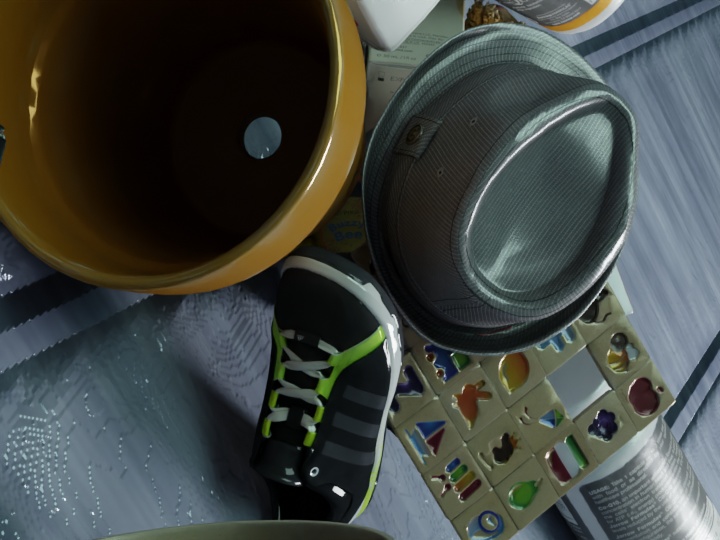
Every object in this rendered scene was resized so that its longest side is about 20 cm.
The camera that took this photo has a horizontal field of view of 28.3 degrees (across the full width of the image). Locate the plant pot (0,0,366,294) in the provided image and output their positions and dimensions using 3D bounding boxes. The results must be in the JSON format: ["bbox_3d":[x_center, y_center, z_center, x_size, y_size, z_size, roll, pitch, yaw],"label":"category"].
[{"bbox_3d":[-0.080,-0.083,0.767,0.183,0.198,0.202,19,55,-74],"label":"plant pot"}]

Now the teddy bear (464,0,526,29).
[{"bbox_3d":[0.106,-0.106,1.088,0.145,0.066,0.202,-154,-127,-76],"label":"teddy bear"}]

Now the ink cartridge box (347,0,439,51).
[{"bbox_3d":[-0.035,-0.235,0.829,0.145,0.085,0.200,38,-8,28],"label":"ink cartridge box"}]

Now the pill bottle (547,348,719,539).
[{"bbox_3d":[0.206,0.162,1.161,0.201,0.112,0.114,57,31,-24],"label":"pill bottle"}]

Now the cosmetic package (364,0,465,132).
[{"bbox_3d":[0.041,-0.190,1.098,0.106,0.070,0.202,99,-2,-53],"label":"cosmetic package"}]

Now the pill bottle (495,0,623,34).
[{"bbox_3d":[0.104,-0.258,1.023,0.199,0.116,0.118,21,53,-36],"label":"pill bottle"}]

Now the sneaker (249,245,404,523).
[{"bbox_3d":[-0.023,0.084,0.796,0.083,0.071,0.202,-48,145,-45],"label":"sneaker"}]

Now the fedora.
[{"bbox_3d":[0.096,-0.046,0.808,0.177,0.090,0.200,45,76,-16],"label":"fedora"}]

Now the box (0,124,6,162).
[{"bbox_3d":[-0.236,-0.010,0.535,0.164,0.085,0.202,42,39,-40],"label":"box"}]

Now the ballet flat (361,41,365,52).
[{"bbox_3d":[-0.056,-0.155,0.957,0.200,0.072,0.073,-7,78,-60],"label":"ballet flat"}]

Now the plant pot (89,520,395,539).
[{"bbox_3d":[-0.068,0.225,0.609,0.187,0.185,0.203,-4,90,-60],"label":"plant pot"}]

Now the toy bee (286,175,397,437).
[{"bbox_3d":[0.000,0.000,0.893,0.130,0.109,0.201,-28,79,-19],"label":"toy bee"}]

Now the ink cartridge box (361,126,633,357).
[{"bbox_3d":[0.079,-0.032,0.974,0.083,0.200,0.177,-20,91,-18],"label":"ink cartridge box"}]

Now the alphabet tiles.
[{"bbox_3d":[0.083,0.046,0.858,0.167,0.008,0.201,-35,102,-16],"label":"alphabet tiles"}]
